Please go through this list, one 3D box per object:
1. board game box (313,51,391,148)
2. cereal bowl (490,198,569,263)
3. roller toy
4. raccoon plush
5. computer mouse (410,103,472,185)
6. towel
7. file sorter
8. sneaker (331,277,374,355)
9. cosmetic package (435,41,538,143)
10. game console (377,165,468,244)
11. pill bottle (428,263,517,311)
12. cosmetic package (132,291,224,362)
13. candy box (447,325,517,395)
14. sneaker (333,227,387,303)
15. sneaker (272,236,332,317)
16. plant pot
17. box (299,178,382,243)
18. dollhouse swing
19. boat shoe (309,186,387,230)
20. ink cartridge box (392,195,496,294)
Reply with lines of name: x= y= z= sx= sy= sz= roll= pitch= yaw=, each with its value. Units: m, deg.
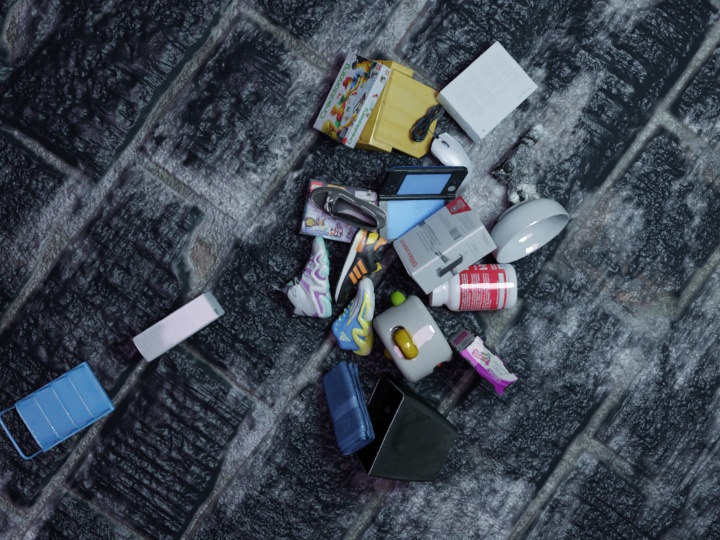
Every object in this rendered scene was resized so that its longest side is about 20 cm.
board game box: x=-0.021 y=-0.403 z=1.642 sx=0.126 sy=0.035 sz=0.200 roll=35 pitch=102 yaw=39
cereal bowl: x=0.386 y=-0.106 z=1.649 sx=0.200 sy=0.200 sz=0.083 roll=-28 pitch=70 yaw=-1
roller toy: x=0.118 y=0.166 z=1.643 sx=0.140 sy=0.200 sz=0.183 roll=-32 pitch=125 yaw=1
raccoon plush: x=0.417 y=-0.245 z=1.694 sx=0.134 sy=0.097 sz=0.200 roll=44 pitch=90 yaw=-10
computer mouse: x=0.212 y=-0.294 z=1.684 sx=0.110 sy=0.044 sz=0.200 roll=-46 pitch=106 yaw=-19
towel: x=-0.030 y=0.325 z=1.655 sx=0.112 sy=0.048 sz=0.200 roll=-42 pitch=54 yaw=37
file sorter: x=-0.721 y=0.335 z=1.655 sx=0.200 sy=0.123 sz=0.139 roll=-31 pitch=93 yaw=-1
sneaker: x=-0.020 y=0.113 z=1.678 sx=0.105 sy=0.076 sz=0.200 roll=3 pitch=108 yaw=6
cosmetic package: x=0.306 y=-0.431 z=1.690 sx=0.200 sy=0.052 sz=0.151 roll=-42 pitch=90 yaw=-9
game console: x=0.150 y=-0.155 z=1.656 sx=0.200 sy=0.171 sz=0.119 roll=-4 pitch=66 yaw=-16
pill bottle: x=0.267 y=0.041 z=1.681 sx=0.200 sy=0.112 sz=0.113 roll=-1 pitch=91 yaw=-2
cosmetic package: x=-0.433 y=0.132 z=1.670 sx=0.200 sy=0.102 sz=0.074 roll=-34 pitch=93 yaw=-2
candy box: x=0.283 y=0.207 z=1.642 sx=0.061 sy=0.200 sz=0.136 roll=-44 pitch=93 yaw=0
sneaker: x=0.000 y=0.000 z=1.675 sx=0.090 sy=0.070 sz=0.200 roll=19 pitch=109 yaw=-4
sneaker: x=-0.142 y=0.020 z=1.682 sx=0.140 sy=0.078 sz=0.200 roll=-3 pitch=98 yaw=0
plant pot: x=0.110 y=0.386 z=1.655 sx=0.177 sy=0.200 sz=0.200 roll=23 pitch=91 yaw=-15
box: x=-0.038 y=-0.138 z=1.705 sx=0.200 sy=0.040 sz=0.137 roll=10 pitch=90 yaw=-2
dollhouse swing: x=0.065 y=-0.384 z=1.705 sx=0.182 sy=0.176 sz=0.200 roll=16 pitch=92 yaw=39
boat shoe: x=-0.033 y=-0.146 z=1.633 sx=0.200 sy=0.057 sz=0.067 roll=21 pitch=116 yaw=12
ink cartridge box: x=0.193 y=-0.060 z=1.633 sx=0.200 sy=0.144 sz=0.084 roll=-34 pitch=128 yaw=8
